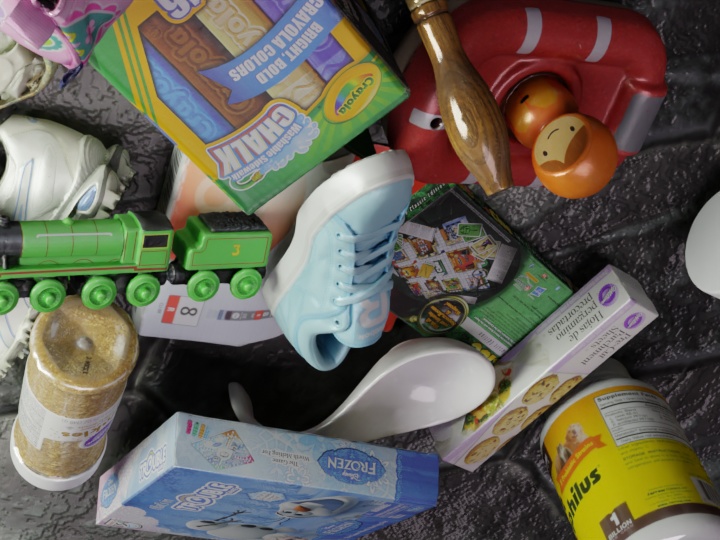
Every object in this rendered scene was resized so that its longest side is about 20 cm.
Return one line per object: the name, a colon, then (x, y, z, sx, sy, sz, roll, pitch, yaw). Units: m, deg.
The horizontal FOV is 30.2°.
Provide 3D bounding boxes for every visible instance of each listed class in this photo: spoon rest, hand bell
spoon rest: (0.003, 0.098, 0.988, 0.199, 0.061, 0.100, -12, 143, 9)
hand bell: (0.040, -0.137, 0.742, 0.104, 0.104, 0.201, -21, 88, 3)

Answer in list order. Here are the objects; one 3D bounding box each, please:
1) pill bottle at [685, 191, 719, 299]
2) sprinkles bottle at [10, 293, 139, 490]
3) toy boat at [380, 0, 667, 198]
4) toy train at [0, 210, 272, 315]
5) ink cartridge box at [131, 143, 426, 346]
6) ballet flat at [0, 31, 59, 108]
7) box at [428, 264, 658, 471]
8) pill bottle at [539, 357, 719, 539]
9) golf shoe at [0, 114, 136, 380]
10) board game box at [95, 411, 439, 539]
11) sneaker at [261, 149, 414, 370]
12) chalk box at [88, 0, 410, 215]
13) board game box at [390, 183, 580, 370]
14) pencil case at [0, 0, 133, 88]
pill bottle: (0.343, 0.009, 0.996, 0.199, 0.113, 0.113, 21, 119, -28)
sprinkles bottle: (-0.196, 0.087, 0.896, 0.068, 0.069, 0.200, 3, 153, -17)
toy boat: (0.114, -0.094, 0.831, 0.199, 0.131, 0.131, 0, 127, -27)
toy train: (-0.145, -0.009, 0.820, 0.199, 0.042, 0.057, -3, 120, -31)
ink cartridge box: (-0.044, -0.015, 0.919, 0.199, 0.050, 0.163, 10, 125, -17)
ballet flat: (-0.262, -0.102, 0.784, 0.199, 0.071, 0.071, -25, 129, 5)
box: (0.135, 0.077, 1.014, 0.200, 0.039, 0.041, -43, 136, 22)
pill bottle: (0.205, 0.159, 1.020, 0.109, 0.200, 0.110, -7, 129, -9)
golf shoe: (-0.230, -0.015, 0.870, 0.097, 0.078, 0.200, 29, 111, -12)
board game box: (-0.075, 0.164, 0.993, 0.198, 0.044, 0.200, 13, 154, -22)
sneaker: (0.000, 0.000, 0.835, 0.074, 0.082, 0.200, -25, 163, -26)
chalk box: (-0.061, -0.131, 0.776, 0.124, 0.125, 0.200, -34, 127, 12)
board game box: (0.079, 0.010, 0.969, 0.105, 0.024, 0.200, -38, 135, 14)
pencil case: (-0.108, -0.189, 0.635, 0.200, 0.087, 0.087, -53, 127, -9)
